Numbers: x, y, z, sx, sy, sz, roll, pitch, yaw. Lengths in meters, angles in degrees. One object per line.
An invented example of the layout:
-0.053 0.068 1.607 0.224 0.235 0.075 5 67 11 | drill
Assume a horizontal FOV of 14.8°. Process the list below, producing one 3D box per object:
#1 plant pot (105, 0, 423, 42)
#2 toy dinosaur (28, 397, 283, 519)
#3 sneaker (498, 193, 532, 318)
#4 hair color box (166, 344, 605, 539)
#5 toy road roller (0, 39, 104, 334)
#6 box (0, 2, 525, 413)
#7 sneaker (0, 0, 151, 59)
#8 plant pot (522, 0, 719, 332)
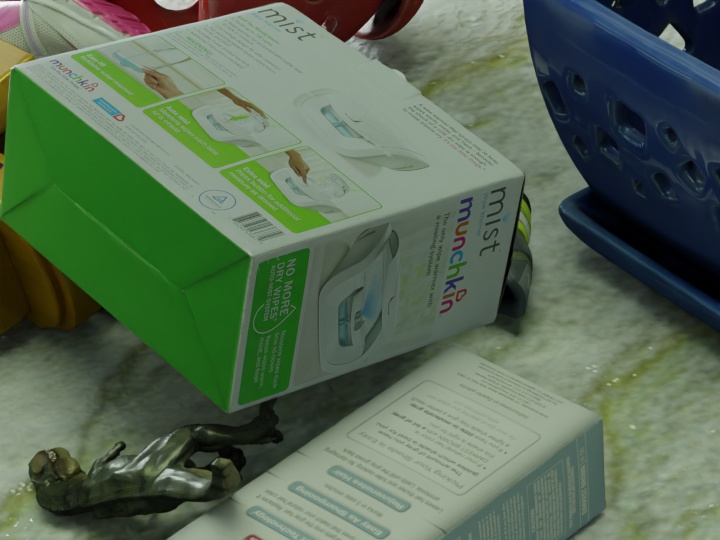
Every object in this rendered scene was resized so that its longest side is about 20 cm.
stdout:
-0.061 -0.212 1.692 0.182 0.201 0.200 -14 35 -25 | plant pot
-0.085 0.094 1.338 0.088 0.048 0.200 -21 5 -35 | toy dinosaur
0.000 0.000 1.482 0.200 0.074 0.081 -10 38 -4 | sneaker
0.015 0.120 1.311 0.099 0.061 0.200 25 44 37 | hair color box
-0.212 -0.036 1.519 0.146 0.123 0.200 -38 46 -24 | toy road roller
-0.051 -0.040 1.383 0.176 0.097 0.200 -18 41 -38 | box
-0.209 -0.131 1.666 0.200 0.088 0.081 14 0 31 | sneaker
0.220 -0.080 1.474 0.200 0.180 0.200 -26 39 -28 | plant pot
